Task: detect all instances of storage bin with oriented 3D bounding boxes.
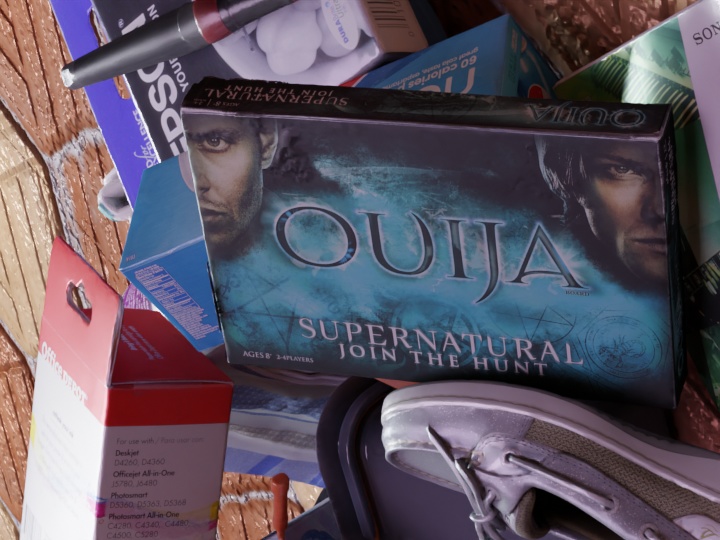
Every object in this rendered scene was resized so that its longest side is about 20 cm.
[{"bbox_3d":[0.079,0.136,1.137,0.134,0.145,0.200,6,120,48],"label":"storage bin"}]

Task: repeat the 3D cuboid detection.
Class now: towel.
[{"bbox_3d":[-0.036,0.077,1.266,0.200,0.147,0.024,-35,49,58],"label":"towel"}]

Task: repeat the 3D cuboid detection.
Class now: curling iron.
[{"bbox_3d":[-0.066,-0.122,1.084,0.200,0.026,0.050,-27,57,40],"label":"curling iron"}]

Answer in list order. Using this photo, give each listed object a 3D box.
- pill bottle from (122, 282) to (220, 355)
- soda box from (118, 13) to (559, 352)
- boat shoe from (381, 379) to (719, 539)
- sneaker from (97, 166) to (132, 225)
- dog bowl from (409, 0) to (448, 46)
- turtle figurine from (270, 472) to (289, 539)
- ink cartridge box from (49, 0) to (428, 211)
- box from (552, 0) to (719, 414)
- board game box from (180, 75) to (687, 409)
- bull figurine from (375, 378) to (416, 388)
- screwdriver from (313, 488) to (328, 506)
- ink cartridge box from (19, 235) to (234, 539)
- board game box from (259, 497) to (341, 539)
[{"bbox_3d":[-0.070,0.024,1.317,0.112,0.112,0.200,59,154,8],"label":"pill bottle"},{"bbox_3d":[-0.006,-0.036,1.058,0.200,0.068,0.064,-21,129,27],"label":"soda box"},{"bbox_3d":[0.095,0.099,0.999,0.202,0.065,0.074,18,160,18],"label":"boat shoe"},{"bbox_3d":[-0.112,-0.046,1.358,0.075,0.088,0.200,58,154,6],"label":"sneaker"},{"bbox_3d":[-0.027,-0.104,1.191,0.200,0.050,0.112,25,135,51],"label":"dog bowl"},{"bbox_3d":[-0.019,0.206,1.119,0.161,0.064,0.200,29,121,26],"label":"turtle figurine"},{"bbox_3d":[-0.083,-0.139,1.137,0.200,0.043,0.198,-34,73,35],"label":"ink cartridge box"},{"bbox_3d":[0.163,-0.010,0.947,0.200,0.036,0.144,64,154,1],"label":"box"},{"bbox_3d":[0.031,-0.012,0.989,0.200,0.028,0.135,4,128,18],"label":"board game box"},{"bbox_3d":[0.000,0.000,1.156,0.200,0.121,0.065,33,141,45],"label":"bull figurine"},{"bbox_3d":[-0.031,0.195,1.354,0.028,0.200,0.029,-28,121,34],"label":"screwdriver"},{"bbox_3d":[-0.117,0.093,1.189,0.116,0.067,0.200,-143,58,-60],"label":"ink cartridge box"},{"bbox_3d":[0.022,0.211,1.262,0.043,0.200,0.199,-29,87,19],"label":"board game box"}]
